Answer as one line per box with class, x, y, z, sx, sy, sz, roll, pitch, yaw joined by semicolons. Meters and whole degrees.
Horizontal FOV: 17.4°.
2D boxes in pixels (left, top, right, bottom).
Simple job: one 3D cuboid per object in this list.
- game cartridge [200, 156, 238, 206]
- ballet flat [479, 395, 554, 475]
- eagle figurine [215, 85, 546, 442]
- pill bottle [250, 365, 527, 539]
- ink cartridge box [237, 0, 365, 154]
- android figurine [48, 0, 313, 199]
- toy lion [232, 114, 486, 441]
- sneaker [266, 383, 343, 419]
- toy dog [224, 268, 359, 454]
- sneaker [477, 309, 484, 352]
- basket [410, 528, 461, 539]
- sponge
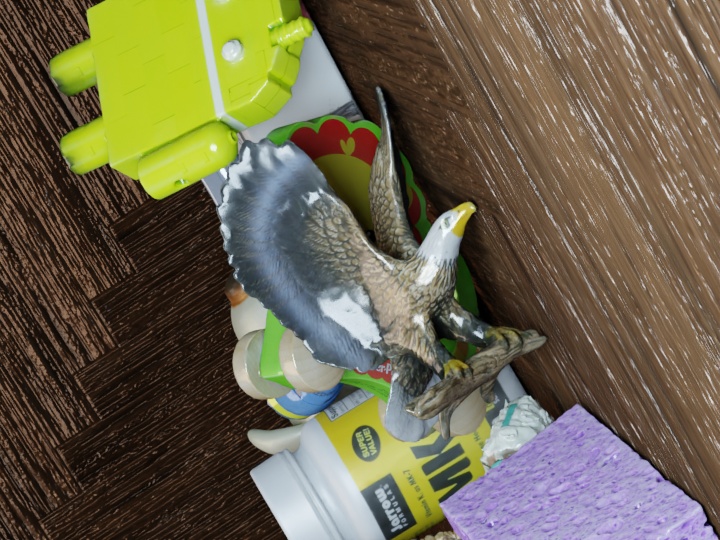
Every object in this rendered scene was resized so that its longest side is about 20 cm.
game cartridge;-0.069;-0.077;1.872;0.134;0.041;0.200;55;-159;-4
ballet flat;0.140;0.155;1.601;0.072;0.072;0.200;52;174;47
eagle figurine;0.020;-0.003;1.468;0.200;0.151;0.152;45;-179;18
pill bottle;0.027;0.136;1.710;0.115;0.199;0.114;58;175;8
ink cartridge box;-0.059;-0.124;1.677;0.201;0.085;0.146;59;175;-27
android figurine;-0.116;-0.140;1.543;0.041;0.199;0.183;27;-133;-54
toy lion;0.000;0.000;1.550;0.199;0.193;0.068;20;160;-36
sneaker;-0.025;0.011;1.747;0.078;0.066;0.202;139;142;-58
toy dog;-0.027;0.060;1.899;0.140;0.194;0.200;46;176;-39
sneaker;0.019;0.014;1.697;0.200;0.090;0.070;53;173;45
basket;0.074;0.263;1.660;0.200;0.142;0.150;14;-120;-70
sponge;0.124;0.148;1.388;0.030;0.111;0.200;58;174;-20
